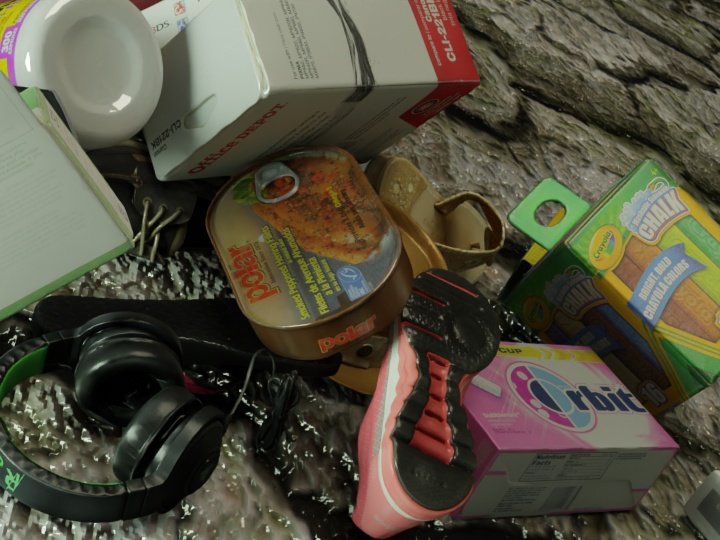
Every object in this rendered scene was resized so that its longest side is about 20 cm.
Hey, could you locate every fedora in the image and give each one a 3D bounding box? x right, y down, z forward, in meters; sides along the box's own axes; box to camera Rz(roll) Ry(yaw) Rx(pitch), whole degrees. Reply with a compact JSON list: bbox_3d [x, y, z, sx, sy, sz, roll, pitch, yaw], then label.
[{"bbox_3d":[0.000,0.000,1.070,0.201,0.082,0.201,30,31,-20],"label":"fedora"}]

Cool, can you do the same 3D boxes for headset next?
[{"bbox_3d":[-0.122,0.089,0.848,0.200,0.094,0.124,-10,48,-33],"label":"headset"}]

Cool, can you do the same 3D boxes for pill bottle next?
[{"bbox_3d":[-0.229,-0.129,0.996,0.104,0.104,0.200,4,-3,-42],"label":"pill bottle"}]

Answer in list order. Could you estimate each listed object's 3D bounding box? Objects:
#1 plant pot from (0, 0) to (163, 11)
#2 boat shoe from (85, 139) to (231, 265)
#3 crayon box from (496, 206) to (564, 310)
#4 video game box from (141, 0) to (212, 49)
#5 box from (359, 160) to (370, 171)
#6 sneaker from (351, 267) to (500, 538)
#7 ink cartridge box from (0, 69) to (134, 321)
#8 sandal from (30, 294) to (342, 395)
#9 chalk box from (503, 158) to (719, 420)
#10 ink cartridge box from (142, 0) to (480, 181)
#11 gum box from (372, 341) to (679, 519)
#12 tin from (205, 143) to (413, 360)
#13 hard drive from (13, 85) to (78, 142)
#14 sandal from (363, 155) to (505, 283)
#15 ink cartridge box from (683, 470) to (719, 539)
[{"bbox_3d":[-0.205,-0.242,1.184,0.200,0.200,0.179,32,40,5],"label":"plant pot"},{"bbox_3d":[-0.149,-0.047,1.047,0.073,0.075,0.200,42,29,27],"label":"boat shoe"},{"bbox_3d":[0.210,0.013,1.342,0.127,0.051,0.200,33,25,8],"label":"crayon box"},{"bbox_3d":[-0.054,-0.183,1.137,0.200,0.182,0.047,12,60,-60],"label":"video game box"},{"bbox_3d":[-0.086,-0.106,1.199,0.200,0.041,0.156,15,5,-27],"label":"box"},{"bbox_3d":[0.029,0.081,0.933,0.074,0.087,0.200,30,45,-15],"label":"sneaker"},{"bbox_3d":[-0.231,-0.054,0.782,0.200,0.145,0.048,60,4,-40],"label":"ink cartridge box"},{"bbox_3d":[-0.112,0.051,0.950,0.200,0.045,0.075,5,25,-15],"label":"sandal"},{"bbox_3d":[0.209,0.005,1.176,0.200,0.124,0.124,44,61,3],"label":"chalk box"},{"bbox_3d":[-0.040,-0.133,1.043,0.200,0.144,0.084,-10,75,-42],"label":"ink cartridge box"},{"bbox_3d":[0.113,0.109,1.035,0.200,0.066,0.114,6,34,-41],"label":"gum box"},{"bbox_3d":[-0.035,-0.015,0.963,0.112,0.042,0.200,-23,36,-4],"label":"tin"},{"bbox_3d":[-0.276,-0.086,0.891,0.135,0.042,0.200,2,-4,-45],"label":"hard drive"},{"bbox_3d":[0.080,-0.030,1.186,0.070,0.078,0.212,11,-13,35],"label":"sandal"},{"bbox_3d":[0.358,0.226,1.112,0.200,0.047,0.160,13,28,-42],"label":"ink cartridge box"}]
